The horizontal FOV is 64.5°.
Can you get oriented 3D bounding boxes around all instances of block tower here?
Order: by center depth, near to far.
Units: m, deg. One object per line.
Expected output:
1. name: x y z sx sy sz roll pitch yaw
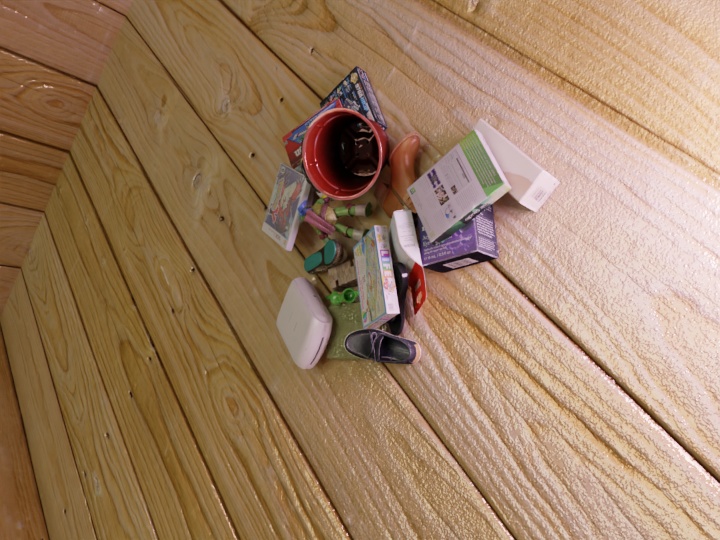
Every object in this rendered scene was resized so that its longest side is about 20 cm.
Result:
1. block tower: 0.000 0.000 1.451 0.197 0.053 0.060 -25 68 36

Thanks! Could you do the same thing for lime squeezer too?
1. lime squeezer: -0.033 0.066 1.458 0.196 0.070 0.039 -14 78 38

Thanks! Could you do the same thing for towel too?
1. towel: -0.012 0.153 1.446 0.195 0.036 0.154 -11 76 38

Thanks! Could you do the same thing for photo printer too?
1. photo printer: -0.148 0.145 1.516 0.201 0.068 0.170 54 128 43

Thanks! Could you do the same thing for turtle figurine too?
1. turtle figurine: -0.058 -0.135 1.515 0.188 0.201 0.148 10 65 21

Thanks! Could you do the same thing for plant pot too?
1. plant pot: -0.018 -0.290 1.398 0.194 0.195 0.208 4 106 16

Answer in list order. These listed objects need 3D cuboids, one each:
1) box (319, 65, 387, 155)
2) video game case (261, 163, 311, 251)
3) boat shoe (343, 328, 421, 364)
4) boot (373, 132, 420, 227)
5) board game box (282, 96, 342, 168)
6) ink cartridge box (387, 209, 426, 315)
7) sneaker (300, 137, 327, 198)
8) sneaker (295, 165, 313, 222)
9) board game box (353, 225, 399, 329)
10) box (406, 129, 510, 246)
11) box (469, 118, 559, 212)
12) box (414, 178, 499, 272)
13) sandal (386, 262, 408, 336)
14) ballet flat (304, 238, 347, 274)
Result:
1. box: -0.023 -0.423 1.552 0.158 0.045 0.205 -36 60 31
2. video game case: -0.208 -0.180 1.592 0.181 0.022 0.206 34 108 52
3. boat shoe: 0.046 0.179 1.341 0.194 0.062 0.077 8 87 25
4. boot: 0.123 -0.210 1.372 0.155 0.072 0.204 50 126 37
5. board game box: -0.123 -0.375 1.560 0.197 0.019 0.105 -31 64 19
6. ink cartridge box: 0.102 -0.012 1.304 0.046 0.161 0.207 -6 73 -6
7. sneaker: -0.118 -0.284 1.467 0.073 0.084 0.204 -32 55 16
8. sneaker: -0.170 -0.227 1.645 0.082 0.072 0.205 -119 49 -65
9. board game box: 0.033 0.018 1.323 0.134 0.033 0.207 140 126 -60
10. box: 0.198 -0.169 1.183 0.199 0.036 0.148 -39 59 31
11. box: 0.308 -0.222 1.195 0.079 0.093 0.201 -53 52 20
12. box: 0.209 -0.115 1.255 0.145 0.103 0.207 -17 72 38
13. sandal: 0.072 0.069 1.321 0.076 0.046 0.205 -123 27 -46
14. ballet flat: -0.079 -0.034 1.498 0.199 0.073 0.070 -28 61 56
